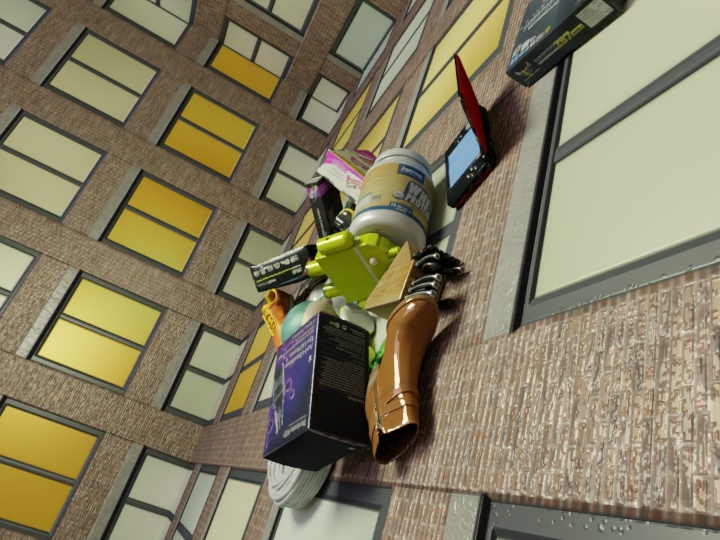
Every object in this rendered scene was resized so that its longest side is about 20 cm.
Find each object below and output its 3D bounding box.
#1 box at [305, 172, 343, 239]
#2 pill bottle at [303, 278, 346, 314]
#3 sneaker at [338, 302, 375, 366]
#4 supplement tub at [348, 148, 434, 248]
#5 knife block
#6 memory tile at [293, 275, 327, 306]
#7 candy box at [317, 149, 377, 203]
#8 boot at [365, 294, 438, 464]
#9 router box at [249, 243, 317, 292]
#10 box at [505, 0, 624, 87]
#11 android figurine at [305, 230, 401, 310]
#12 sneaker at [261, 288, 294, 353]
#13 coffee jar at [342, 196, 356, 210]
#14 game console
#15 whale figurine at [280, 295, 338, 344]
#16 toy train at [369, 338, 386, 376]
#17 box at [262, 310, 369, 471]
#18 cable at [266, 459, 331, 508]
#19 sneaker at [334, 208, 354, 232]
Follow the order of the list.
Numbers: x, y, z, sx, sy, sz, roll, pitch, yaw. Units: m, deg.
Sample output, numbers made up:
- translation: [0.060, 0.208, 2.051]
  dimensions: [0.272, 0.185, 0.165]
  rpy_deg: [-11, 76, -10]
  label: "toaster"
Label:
- translation: [-0.070, -0.120, 1.187]
  dimensions: [0.143, 0.036, 0.202]
  rpy_deg: [-62, -39, -65]
  label: "box"
- translation: [-0.081, 0.099, 1.186]
  dimensions: [0.200, 0.110, 0.112]
  rpy_deg: [-53, 18, 37]
  label: "pill bottle"
- translation: [-0.025, 0.148, 0.989]
  dimensions: [0.105, 0.075, 0.201]
  rpy_deg: [-57, 17, 26]
  label: "sneaker"
- translation: [0.064, -0.120, 0.987]
  dimensions: [0.145, 0.144, 0.201]
  rpy_deg: [-45, 24, 50]
  label: "supplement tub"
- translation: [0.081, 0.042, 0.820]
  dimensions: [0.201, 0.064, 0.176]
  rpy_deg: [-56, 16, 26]
  label: "knife block"
- translation: [-0.069, 0.014, 1.260]
  dimensions: [0.199, 0.017, 0.153]
  rpy_deg: [-31, -9, -37]
  label: "memory tile"
- translation: [0.010, -0.215, 1.184]
  dimensions: [0.061, 0.136, 0.200]
  rpy_deg: [-56, -15, 26]
  label: "candy box"
- translation: [0.057, 0.146, 0.704]
  dimensions: [0.201, 0.076, 0.156]
  rpy_deg: [-60, 14, 25]
  label: "boot"
- translation: [-0.144, -0.010, 1.213]
  dimensions: [0.149, 0.063, 0.200]
  rpy_deg: [-20, -2, 18]
  label: "router box"
- translation: [0.313, -0.397, 0.781]
  dimensions: [0.159, 0.051, 0.200]
  rpy_deg: [-68, 15, -18]
  label: "box"
- translation: [0.000, 0.000, 0.948]
  dimensions: [0.198, 0.183, 0.041]
  rpy_deg: [-12, 38, 30]
  label: "android figurine"
- translation: [-0.191, 0.119, 1.179]
  dimensions: [0.073, 0.077, 0.201]
  rpy_deg: [-58, 28, 25]
  label: "sneaker"
- translation: [0.016, -0.136, 1.258]
  dimensions: [0.086, 0.104, 0.200]
  rpy_deg: [-58, 17, 13]
  label: "coffee jar"
- translation: [0.164, -0.242, 0.902]
  dimensions: [0.173, 0.118, 0.201]
  rpy_deg: [-52, 19, 38]
  label: "game console"
- translation: [-0.089, 0.130, 1.040]
  dimensions: [0.200, 0.103, 0.161]
  rpy_deg: [29, -118, -69]
  label: "whale figurine"
- translation: [0.009, 0.203, 0.854]
  dimensions: [0.201, 0.041, 0.056]
  rpy_deg: [-62, 5, 10]
  label: "toy train"
- translation: [-0.067, 0.195, 0.828]
  dimensions: [0.148, 0.104, 0.202]
  rpy_deg: [-42, 34, 40]
  label: "box"
- translation: [-0.107, 0.340, 0.966]
  dimensions: [0.201, 0.069, 0.200]
  rpy_deg: [-59, 17, 17]
  label: "cable"
- translation: [0.015, -0.091, 1.096]
  dimensions: [0.090, 0.078, 0.200]
  rpy_deg: [-50, -28, -1]
  label: "sneaker"
